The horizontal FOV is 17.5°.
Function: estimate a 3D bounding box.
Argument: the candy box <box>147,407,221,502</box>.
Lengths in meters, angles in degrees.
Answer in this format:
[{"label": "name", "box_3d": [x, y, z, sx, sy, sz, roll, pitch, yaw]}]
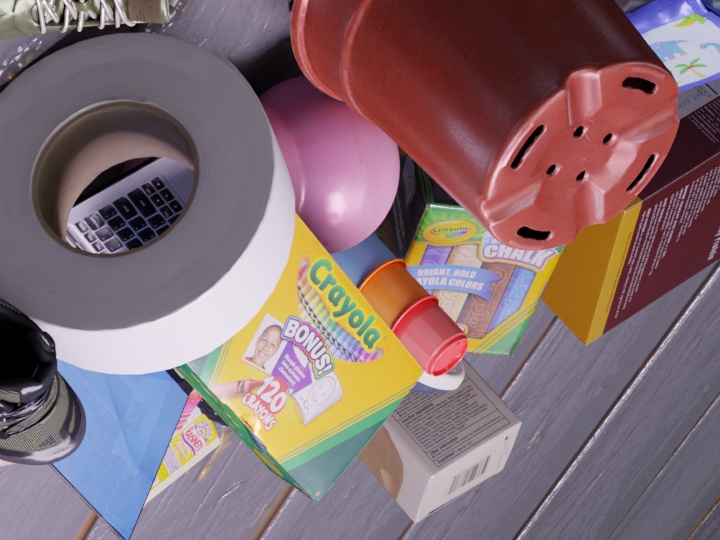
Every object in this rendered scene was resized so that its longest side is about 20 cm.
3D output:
[{"label": "candy box", "box_3d": [-0.171, 0.124, 1.854, 0.102, 0.026, 0.200, -40, 156, -13]}]

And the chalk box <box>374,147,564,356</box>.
[{"label": "chalk box", "box_3d": [0.084, -0.049, 1.798, 0.123, 0.125, 0.201, 7, 135, -17]}]

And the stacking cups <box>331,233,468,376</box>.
[{"label": "stacking cups", "box_3d": [0.000, 0.000, 1.704, 0.060, 0.200, 0.061, -34, 157, -17]}]

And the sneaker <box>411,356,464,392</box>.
[{"label": "sneaker", "box_3d": [-0.019, 0.068, 1.752, 0.199, 0.075, 0.085, 16, 124, -26]}]

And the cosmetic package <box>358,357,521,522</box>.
[{"label": "cosmetic package", "box_3d": [0.026, 0.094, 1.895, 0.105, 0.200, 0.071, -27, 152, -29]}]

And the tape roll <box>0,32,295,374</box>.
[{"label": "tape roll", "box_3d": [-0.141, -0.042, 1.425, 0.202, 0.203, 0.071, -39, 155, -9]}]

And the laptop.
[{"label": "laptop", "box_3d": [-0.123, 0.043, 1.518, 0.199, 0.116, 0.188, -28, 133, 8]}]

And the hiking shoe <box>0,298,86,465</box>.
[{"label": "hiking shoe", "box_3d": [-0.212, 0.066, 1.368, 0.076, 0.100, 0.200, -55, 139, -13]}]

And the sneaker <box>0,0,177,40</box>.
[{"label": "sneaker", "box_3d": [-0.144, -0.173, 1.340, 0.200, 0.090, 0.067, -34, 155, -18]}]

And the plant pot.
[{"label": "plant pot", "box_3d": [0.089, -0.130, 1.478, 0.200, 0.196, 0.202, -24, 142, -20]}]

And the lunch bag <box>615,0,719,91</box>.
[{"label": "lunch bag", "box_3d": [0.209, -0.188, 1.702, 0.169, 0.128, 0.200, -20, -177, 32]}]

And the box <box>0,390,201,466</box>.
[{"label": "box", "box_3d": [-0.194, 0.059, 1.632, 0.199, 0.095, 0.103, -7, 138, -53]}]

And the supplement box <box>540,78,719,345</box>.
[{"label": "supplement box", "box_3d": [0.241, -0.079, 2.026, 0.199, 0.133, 0.198, -31, 153, -25]}]

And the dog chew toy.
[{"label": "dog chew toy", "box_3d": [-0.073, -0.066, 1.594, 0.199, 0.125, 0.125, -10, 141, -32]}]

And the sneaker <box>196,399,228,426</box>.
[{"label": "sneaker", "box_3d": [-0.094, 0.028, 1.795, 0.201, 0.065, 0.079, 94, 15, -45]}]

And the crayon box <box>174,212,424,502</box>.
[{"label": "crayon box", "box_3d": [-0.054, 0.047, 1.532, 0.119, 0.058, 0.200, -50, 133, -11]}]
